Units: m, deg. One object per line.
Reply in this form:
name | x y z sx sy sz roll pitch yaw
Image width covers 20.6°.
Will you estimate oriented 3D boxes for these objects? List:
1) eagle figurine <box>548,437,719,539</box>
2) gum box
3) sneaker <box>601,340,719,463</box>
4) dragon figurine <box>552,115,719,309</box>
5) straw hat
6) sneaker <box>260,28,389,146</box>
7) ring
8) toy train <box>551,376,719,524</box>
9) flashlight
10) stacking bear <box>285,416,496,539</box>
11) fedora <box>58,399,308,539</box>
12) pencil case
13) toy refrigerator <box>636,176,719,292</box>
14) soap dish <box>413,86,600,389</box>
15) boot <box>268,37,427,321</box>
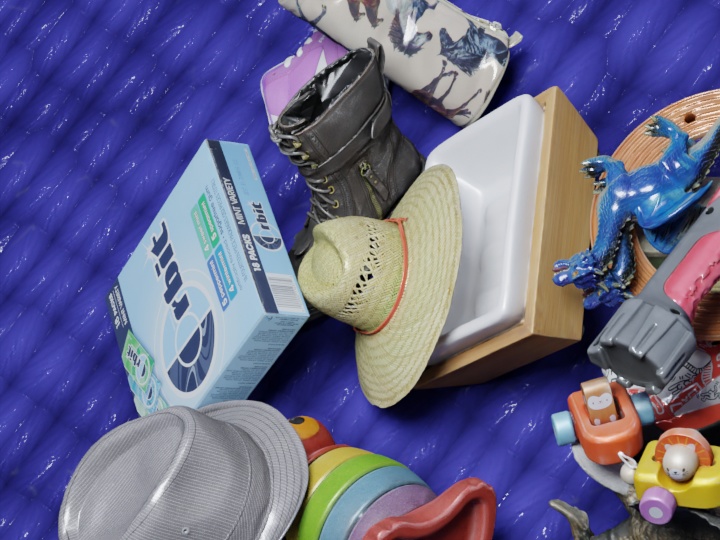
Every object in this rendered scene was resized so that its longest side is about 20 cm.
eagle figurine | 0.235 0.185 1.336 0.199 0.151 0.153 -13 48 29
gum box | -0.125 0.028 1.553 0.200 0.044 0.171 -52 46 38
sneaker | 0.268 0.062 1.417 0.200 0.067 0.109 -21 60 15
dragon figurine | 0.218 -0.051 1.390 0.199 0.059 0.100 -29 56 8
straw hat | 0.000 0.000 1.486 0.084 0.201 0.203 16 63 -17
sneaker | -0.028 -0.193 1.680 0.113 0.073 0.202 1 64 27
ring | 0.261 -0.040 1.413 0.199 0.019 0.202 -10 60 18
toy train | 0.226 0.093 1.304 0.198 0.056 0.151 -13 31 4
flashlight | 0.237 -0.003 1.324 0.068 0.068 0.200 39 64 3
stacking bear | -0.011 0.174 1.455 0.121 0.115 0.199 -21 35 -34
fedora | -0.143 0.164 1.427 0.200 0.090 0.177 -42 43 9
pencil case | 0.028 -0.203 1.594 0.090 0.199 0.078 -57 12 2
toy refrigerator | 0.286 -0.021 1.448 0.198 0.076 0.071 1 64 23
soap dish | 0.106 -0.018 1.487 0.157 0.081 0.202 -30 46 53
boot | -0.032 -0.070 1.552 0.069 0.174 0.200 34 80 33
